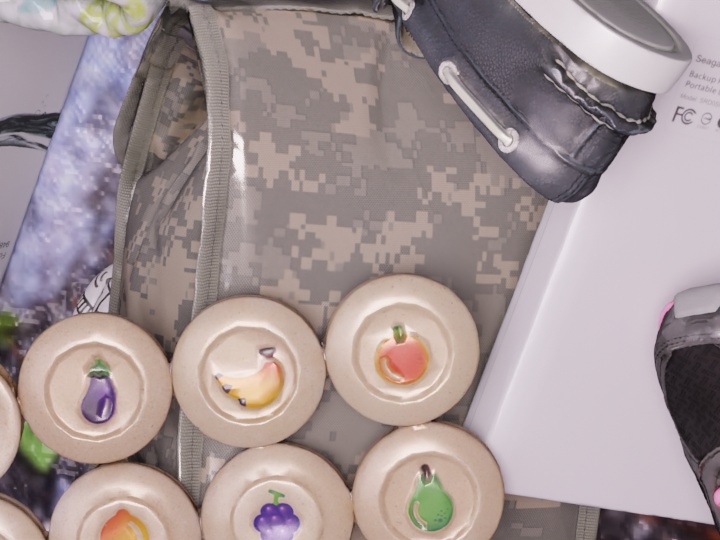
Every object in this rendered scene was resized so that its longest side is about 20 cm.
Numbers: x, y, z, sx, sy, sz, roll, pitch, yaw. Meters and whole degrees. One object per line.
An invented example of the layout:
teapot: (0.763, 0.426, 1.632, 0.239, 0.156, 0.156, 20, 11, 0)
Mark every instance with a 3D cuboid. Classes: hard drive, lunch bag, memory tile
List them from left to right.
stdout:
memory tile: (-0.051, 0.084, 0.904, 0.200, 0.017, 0.154, -9, 101, 1)
lunch bag: (0.000, 0.000, 0.972, 0.118, 0.164, 0.200, -148, 62, -64)
hard drive: (0.122, -0.012, 0.924, 0.027, 0.132, 0.200, 47, 122, 57)

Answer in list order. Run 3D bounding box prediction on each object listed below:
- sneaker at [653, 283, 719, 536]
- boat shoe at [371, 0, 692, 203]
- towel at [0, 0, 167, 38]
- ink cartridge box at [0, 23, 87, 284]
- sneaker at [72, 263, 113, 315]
sneaker: (0.147, 0.095, 0.899, 0.079, 0.095, 0.200, -12, 121, 38)
boat shoe: (0.030, -0.094, 0.895, 0.060, 0.076, 0.200, -58, 35, 18)
towel: (-0.124, -0.161, 1.011, 0.200, 0.171, 0.048, 11, 146, 25)
ink cartridge box: (-0.194, -0.099, 1.141, 0.147, 0.083, 0.200, 31, 113, 26)
sneaker: (-0.068, 0.093, 1.105, 0.108, 0.067, 0.202, 32, 132, 50)
